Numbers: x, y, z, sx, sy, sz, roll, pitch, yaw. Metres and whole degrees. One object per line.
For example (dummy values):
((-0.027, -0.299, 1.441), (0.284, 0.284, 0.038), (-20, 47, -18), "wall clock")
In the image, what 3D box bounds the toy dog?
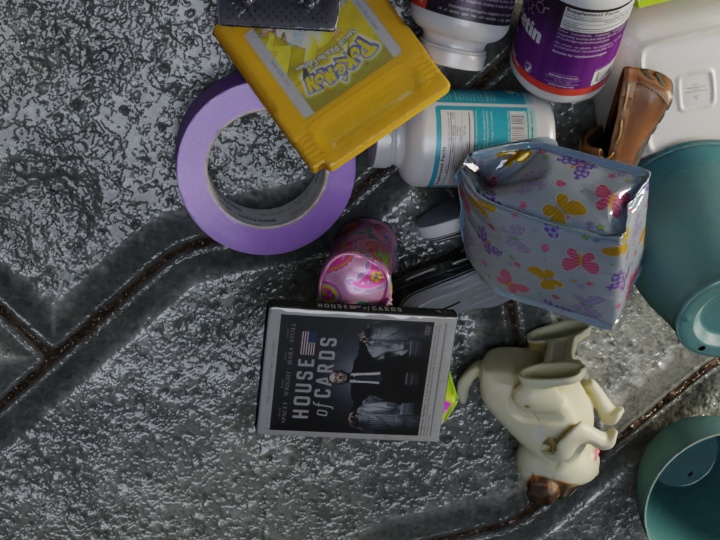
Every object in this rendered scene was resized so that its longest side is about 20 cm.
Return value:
((0.226, 0.190, 1.635), (0.193, 0.140, 0.201), (-15, 113, 11), "toy dog")

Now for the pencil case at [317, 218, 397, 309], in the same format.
((0.000, 0.000, 1.488), (0.087, 0.200, 0.088), (1, 104, 3), "pencil case")

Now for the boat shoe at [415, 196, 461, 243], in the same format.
((0.165, -0.063, 1.568), (0.199, 0.070, 0.067), (-22, 111, -9), "boat shoe")

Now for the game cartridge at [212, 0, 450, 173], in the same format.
((-0.031, -0.225, 1.422), (0.176, 0.032, 0.200), (-35, 80, -7), "game cartridge")

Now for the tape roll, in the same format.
((-0.107, -0.122, 1.499), (0.199, 0.066, 0.201), (-3, 112, -8), "tape roll")

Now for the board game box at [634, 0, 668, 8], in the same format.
((0.381, -0.343, 1.473), (0.199, 0.102, 0.048), (-15, 113, -3), "board game box")

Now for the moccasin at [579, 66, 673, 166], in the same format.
((0.277, -0.136, 1.495), (0.077, 0.074, 0.202), (15, 131, -7), "moccasin")

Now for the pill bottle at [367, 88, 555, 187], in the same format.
((0.110, -0.149, 1.499), (0.199, 0.111, 0.111), (1, 111, -9), "pill bottle")

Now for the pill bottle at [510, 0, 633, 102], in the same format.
((0.229, -0.282, 1.414), (0.112, 0.113, 0.200), (-2, 143, -8), "pill bottle")

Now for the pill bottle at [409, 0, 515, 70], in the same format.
((0.118, -0.322, 1.433), (0.112, 0.113, 0.201), (9, 109, -12), "pill bottle")

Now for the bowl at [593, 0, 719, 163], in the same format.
((0.374, -0.215, 1.537), (0.199, 0.075, 0.201), (-11, 113, -6), "bowl")

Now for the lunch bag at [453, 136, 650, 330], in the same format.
((0.203, -0.050, 1.446), (0.199, 0.127, 0.170), (15, 146, 20), "lunch bag")

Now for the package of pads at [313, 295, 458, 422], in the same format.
((0.026, 0.097, 1.530), (0.154, 0.200, 0.068), (24, 112, -18), "package of pads")

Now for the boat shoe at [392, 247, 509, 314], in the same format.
((0.124, 0.006, 1.579), (0.199, 0.071, 0.072), (-17, 143, -27), "boat shoe")

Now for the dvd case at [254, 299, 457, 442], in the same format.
((-0.006, 0.107, 1.405), (0.199, 0.025, 0.151), (3, 112, -10), "dvd case")

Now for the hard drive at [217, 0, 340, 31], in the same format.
((-0.081, -0.350, 1.386), (0.134, 0.042, 0.201), (3, 92, -1), "hard drive")

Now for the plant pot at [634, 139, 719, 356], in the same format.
((0.399, -0.012, 1.522), (0.199, 0.189, 0.201), (-5, 136, -5), "plant pot")

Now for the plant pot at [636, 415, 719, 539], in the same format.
((0.433, 0.264, 1.694), (0.199, 0.135, 0.201), (-3, 111, -8), "plant pot")
